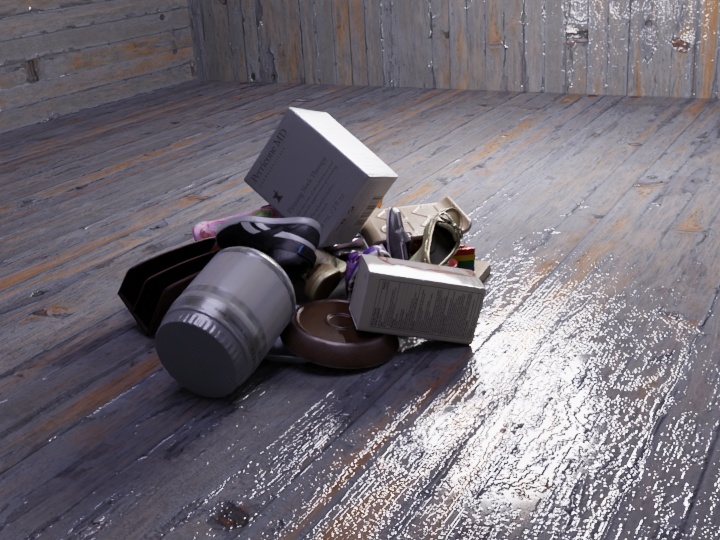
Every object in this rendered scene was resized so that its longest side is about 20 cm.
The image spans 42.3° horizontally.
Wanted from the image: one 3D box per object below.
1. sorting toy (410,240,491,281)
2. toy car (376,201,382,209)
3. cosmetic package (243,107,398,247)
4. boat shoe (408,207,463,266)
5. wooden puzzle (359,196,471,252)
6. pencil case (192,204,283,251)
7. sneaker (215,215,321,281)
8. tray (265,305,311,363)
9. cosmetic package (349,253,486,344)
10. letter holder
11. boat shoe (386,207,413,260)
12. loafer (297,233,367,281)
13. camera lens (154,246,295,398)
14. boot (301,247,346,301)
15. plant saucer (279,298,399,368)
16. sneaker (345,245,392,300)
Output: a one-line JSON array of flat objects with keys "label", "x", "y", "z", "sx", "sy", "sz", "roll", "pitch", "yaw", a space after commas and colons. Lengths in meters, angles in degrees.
[{"label": "sorting toy", "x": 0.124, "y": -0.006, "z": 1.747, "sx": 0.196, "sy": 0.071, "sz": 0.200, "roll": 6, "pitch": 23, "yaw": 24}, {"label": "toy car", "x": -0.042, "y": -0.167, "z": 2.110, "sx": 0.196, "sy": 0.178, "sz": 0.150, "roll": -4, "pitch": -14, "yaw": 0}, {"label": "cosmetic package", "x": -0.071, "y": -0.172, "z": 1.728, "sx": 0.199, "sy": 0.168, "sz": 0.166, "roll": 41, "pitch": 19, "yaw": 13}, {"label": "boat shoe", "x": 0.142, "y": -0.050, "z": 1.631, "sx": 0.063, "sy": 0.073, "sz": 0.201, "roll": -42, "pitch": 7, "yaw": 45}, {"label": "wooden puzzle", "x": 0.100, "y": -0.082, "z": 1.793, "sx": 0.196, "sy": 0.047, "sz": 0.186, "roll": -12, "pitch": 22, "yaw": -6}, {"label": "pencil case", "x": -0.221, "y": -0.075, "z": 1.796, "sx": 0.197, "sy": 0.089, "sz": 0.088, "roll": -15, "pitch": 20, "yaw": 3}, {"label": "sneaker", "x": -0.169, "y": -0.031, "z": 1.584, "sx": 0.197, "sy": 0.073, "sz": 0.113, "roll": -4, "pitch": 55, "yaw": 21}, {"label": "tray", "x": -0.096, "y": 0.108, "z": 1.555, "sx": 0.105, "sy": 0.023, "sz": 0.200, "roll": 2, "pitch": 22, "yaw": 16}, {"label": "cosmetic package", "x": 0.090, "y": 0.046, "z": 1.503, "sx": 0.197, "sy": 0.105, "sz": 0.087, "roll": 9, "pitch": 19, "yaw": -15}, {"label": "letter holder", "x": -0.306, "y": 0.006, "z": 1.648, "sx": 0.199, "sy": 0.143, "sz": 0.101, "roll": -25, "pitch": 68, "yaw": -42}, {"label": "boat shoe", "x": 0.078, "y": -0.016, "z": 1.645, "sx": 0.056, "sy": 0.204, "sz": 0.067, "roll": -5, "pitch": -18, "yaw": 13}, {"label": "loafer", "x": -0.051, "y": -0.019, "z": 1.819, "sx": 0.063, "sy": 0.072, "sz": 0.199, "roll": 48, "pitch": 42, "yaw": 12}, {"label": "camera lens", "x": -0.202, "y": 0.074, "z": 1.427, "sx": 0.157, "sy": 0.162, "sz": 0.201, "roll": 6, "pitch": 38, "yaw": 25}, {"label": "boot", "x": -0.107, "y": -0.018, "z": 1.657, "sx": 0.154, "sy": 0.073, "sz": 0.200, "roll": 35, "pitch": 15, "yaw": 3}, {"label": "plant saucer", "x": -0.032, "y": 0.095, "z": 1.514, "sx": 0.197, "sy": 0.035, "sz": 0.201, "roll": 7, "pitch": 24, "yaw": -3}, {"label": "sneaker", "x": 0.000, "y": 0.000, "z": 1.606, "sx": 0.079, "sy": 0.085, "sz": 0.200, "roll": -13, "pitch": -17, "yaw": -17}]
